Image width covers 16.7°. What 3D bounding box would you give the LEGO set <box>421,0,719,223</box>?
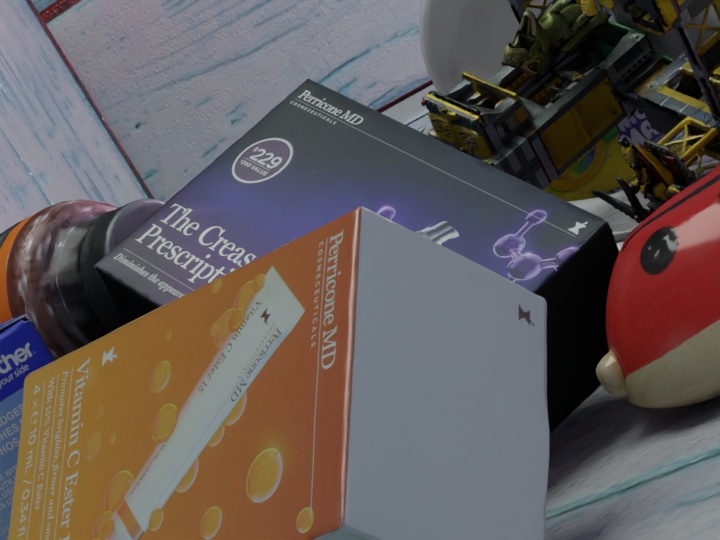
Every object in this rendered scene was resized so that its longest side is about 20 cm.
[{"bbox_3d":[0.085,-0.090,1.093,0.116,0.154,0.200,-41,44,-15],"label":"LEGO set"}]

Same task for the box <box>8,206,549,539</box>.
[{"bbox_3d":[-0.035,0.079,0.906,0.200,0.097,0.124,-26,50,41],"label":"box"}]

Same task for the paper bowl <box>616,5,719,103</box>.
[{"bbox_3d":[0.195,-0.124,1.146,0.104,0.201,0.201,-45,9,-11],"label":"paper bowl"}]

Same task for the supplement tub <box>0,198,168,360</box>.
[{"bbox_3d":[-0.158,0.030,1.218,0.200,0.107,0.107,-25,9,41],"label":"supplement tub"}]

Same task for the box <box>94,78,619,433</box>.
[{"bbox_3d":[0.002,0.013,1.070,0.141,0.079,0.200,-41,43,-21],"label":"box"}]

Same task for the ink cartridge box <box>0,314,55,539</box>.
[{"bbox_3d":[-0.161,0.101,1.106,0.076,0.200,0.136,-34,7,-23],"label":"ink cartridge box"}]

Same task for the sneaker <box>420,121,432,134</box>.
[{"bbox_3d":[0.035,-0.031,1.393,0.112,0.078,0.200,-29,-6,16],"label":"sneaker"}]

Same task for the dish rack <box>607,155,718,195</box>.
[{"bbox_3d":[0.169,-0.042,1.358,0.200,0.044,0.172,-30,6,19],"label":"dish rack"}]

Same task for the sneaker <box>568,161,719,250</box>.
[{"bbox_3d":[0.091,0.011,1.188,0.200,0.074,0.116,-26,5,34],"label":"sneaker"}]

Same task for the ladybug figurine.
[{"bbox_3d":[0.176,-0.016,0.990,0.200,0.072,0.136,-33,7,-10],"label":"ladybug figurine"}]

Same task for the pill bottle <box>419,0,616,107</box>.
[{"bbox_3d":[0.116,-0.149,1.304,0.113,0.113,0.200,-28,9,31],"label":"pill bottle"}]

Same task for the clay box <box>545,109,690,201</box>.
[{"bbox_3d":[0.157,-0.088,1.367,0.115,0.048,0.200,-27,9,22],"label":"clay box"}]
